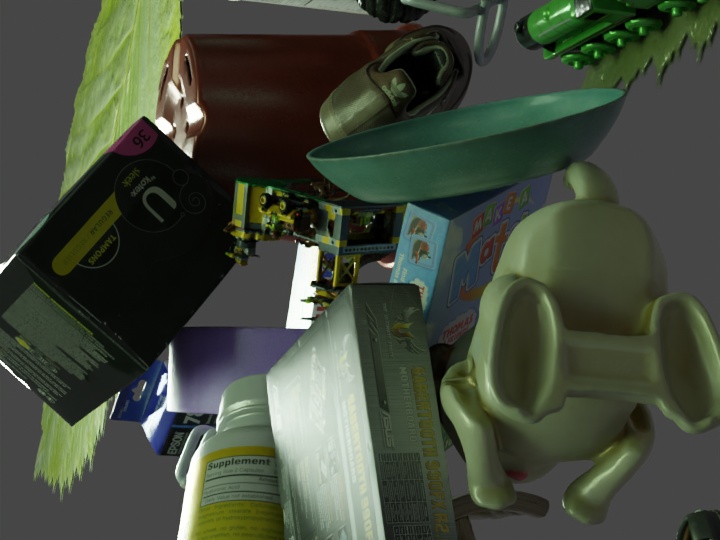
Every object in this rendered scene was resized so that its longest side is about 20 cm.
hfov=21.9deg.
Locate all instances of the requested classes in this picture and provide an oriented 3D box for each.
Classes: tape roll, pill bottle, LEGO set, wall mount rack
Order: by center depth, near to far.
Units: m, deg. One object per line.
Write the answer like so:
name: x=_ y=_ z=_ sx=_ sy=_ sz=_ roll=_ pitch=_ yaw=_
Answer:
pill bottle: x=-0.066 y=0.174 z=1.247 sx=0.111 sy=0.111 sz=0.201 roll=119 pitch=163 yaw=-51
wall mount rack: x=0.082 y=-0.252 z=1.304 sx=0.174 sy=0.074 sz=0.201 roll=-44 pitch=-34 yaw=-68
LEGO set: x=0.000 y=0.000 z=1.328 sx=0.153 sy=0.199 sz=0.117 roll=15 pitch=103 yaw=38
tape roll: x=-0.047 y=0.079 z=1.421 sx=0.200 sy=0.199 sz=0.066 roll=169 pitch=105 yaw=-71
wall mount rack: x=-0.055 y=0.175 z=1.466 sx=0.200 sy=0.173 sz=0.075 roll=160 pitch=132 yaw=-79

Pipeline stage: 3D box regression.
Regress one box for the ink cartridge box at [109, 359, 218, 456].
ink cartridge box: x=-0.108 y=0.122 z=1.594 sx=0.100 sy=0.199 sz=0.039 roll=115 pitch=155 yaw=-49

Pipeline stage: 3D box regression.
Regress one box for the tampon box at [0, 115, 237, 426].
tampon box: x=-0.193 y=0.004 z=1.399 sx=0.150 sy=0.126 sz=0.200 roll=-52 pitch=10 yaw=-28

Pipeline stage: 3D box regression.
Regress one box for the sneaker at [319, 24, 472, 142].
sneaker: x=0.047 y=-0.134 z=1.303 sx=0.075 sy=0.200 sz=0.071 roll=-31 pitch=98 yaw=35

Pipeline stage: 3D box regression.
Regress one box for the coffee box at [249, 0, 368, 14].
coffee box: x=-0.053 y=-0.277 z=1.496 sx=0.080 sy=0.199 sz=0.115 roll=159 pitch=113 yaw=-68

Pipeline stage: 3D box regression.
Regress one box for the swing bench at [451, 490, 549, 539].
swing bench: x=0.033 y=0.251 z=1.270 sx=0.199 sy=0.129 sz=0.201 roll=150 pitch=121 yaw=-68

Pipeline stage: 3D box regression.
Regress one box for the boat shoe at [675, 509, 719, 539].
boat shoe: x=0.170 y=0.200 z=0.974 sx=0.072 sy=0.067 sz=0.201 roll=-112 pitch=30 yaw=-48

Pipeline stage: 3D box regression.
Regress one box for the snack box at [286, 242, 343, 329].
snack box: x=-0.035 y=-0.023 z=1.672 sx=0.072 sy=0.024 sz=0.201 roll=-129 pitch=45 yaw=-64

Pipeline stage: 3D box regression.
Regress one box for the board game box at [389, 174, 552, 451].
board game box: x=0.059 y=0.031 z=1.222 sx=0.036 sy=0.151 sz=0.201 roll=23 pitch=118 yaw=24

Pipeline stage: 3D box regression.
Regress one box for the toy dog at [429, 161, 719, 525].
toy dog: x=0.101 y=0.053 z=1.089 sx=0.200 sy=0.139 sz=0.195 roll=120 pitch=143 yaw=-60

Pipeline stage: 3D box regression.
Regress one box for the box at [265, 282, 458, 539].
box: x=-0.001 y=0.128 z=1.125 sx=0.158 sy=0.048 sz=0.201 roll=133 pitch=133 yaw=-57

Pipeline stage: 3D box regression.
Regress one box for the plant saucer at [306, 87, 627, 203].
plant saucer: x=0.067 y=-0.074 z=1.137 sx=0.200 sy=0.199 sz=0.036 roll=-163 pitch=59 yaw=-71

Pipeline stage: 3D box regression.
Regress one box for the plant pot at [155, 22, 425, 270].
plant pot: x=-0.056 y=-0.107 z=1.485 sx=0.201 sy=0.194 sz=0.202 roll=-176 pitch=90 yaw=-71

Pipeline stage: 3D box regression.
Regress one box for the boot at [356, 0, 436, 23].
boot: x=0.035 y=-0.309 z=1.419 sx=0.158 sy=0.079 sz=0.212 roll=91 pitch=-170 yaw=-50

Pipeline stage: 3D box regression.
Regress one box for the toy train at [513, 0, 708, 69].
toy train: x=0.149 y=-0.159 z=1.105 sx=0.200 sy=0.056 sz=0.042 roll=159 pitch=113 yaw=-69
